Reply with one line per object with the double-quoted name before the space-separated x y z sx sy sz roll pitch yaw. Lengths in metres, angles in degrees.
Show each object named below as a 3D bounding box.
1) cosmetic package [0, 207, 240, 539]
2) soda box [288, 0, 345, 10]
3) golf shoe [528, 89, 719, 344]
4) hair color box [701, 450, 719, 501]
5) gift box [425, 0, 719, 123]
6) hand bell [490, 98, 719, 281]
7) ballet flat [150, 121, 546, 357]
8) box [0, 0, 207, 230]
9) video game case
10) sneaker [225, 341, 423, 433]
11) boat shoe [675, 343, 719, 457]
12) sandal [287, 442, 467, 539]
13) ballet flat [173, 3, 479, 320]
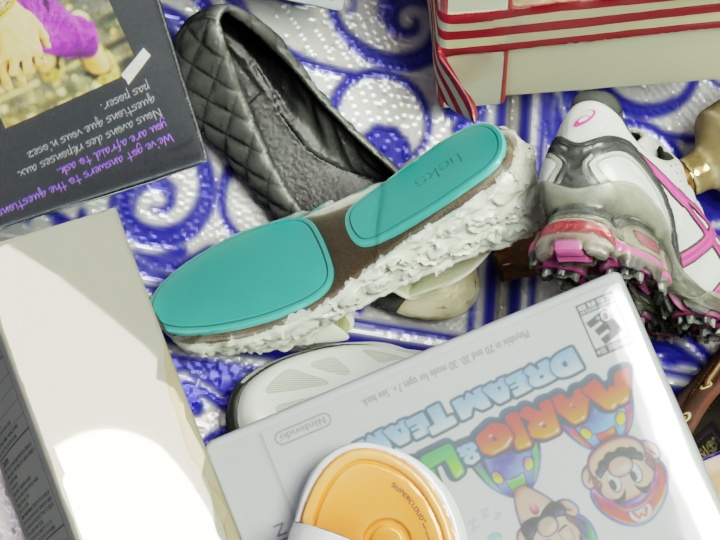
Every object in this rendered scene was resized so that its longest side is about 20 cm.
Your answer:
"cosmetic package" -0.117 0.085 0.999 0.073 0.104 0.200 -17 82 -22
"soda box" -0.102 -0.179 1.091 0.200 0.068 0.063 10 100 -16
"golf shoe" 0.142 -0.019 1.069 0.073 0.200 0.092 2 74 24
"hair color box" 0.142 0.150 1.016 0.065 0.200 0.109 -5 71 -62
"gift box" 0.100 -0.182 1.078 0.187 0.185 0.200 -4 61 0
"hand bell" 0.158 -0.044 1.147 0.200 0.104 0.104 -26 83 -12
"ballet flat" 0.000 0.000 1.058 0.200 0.072 0.072 -25 82 11
"box" -0.151 -0.137 0.990 0.106 0.122 0.200 -18 111 -6
"video game case" 0.056 0.121 0.967 0.200 0.024 0.182 -23 81 2
"sneaker" 0.043 0.057 1.051 0.200 0.115 0.076 0 74 -18
"boat shoe" 0.202 0.068 1.125 0.200 0.070 0.070 -43 96 -25
"sandal" -0.005 0.175 0.925 0.079 0.059 0.207 10 84 7
"ballet flat" -0.018 -0.049 1.094 0.200 0.057 0.066 44 68 -5
